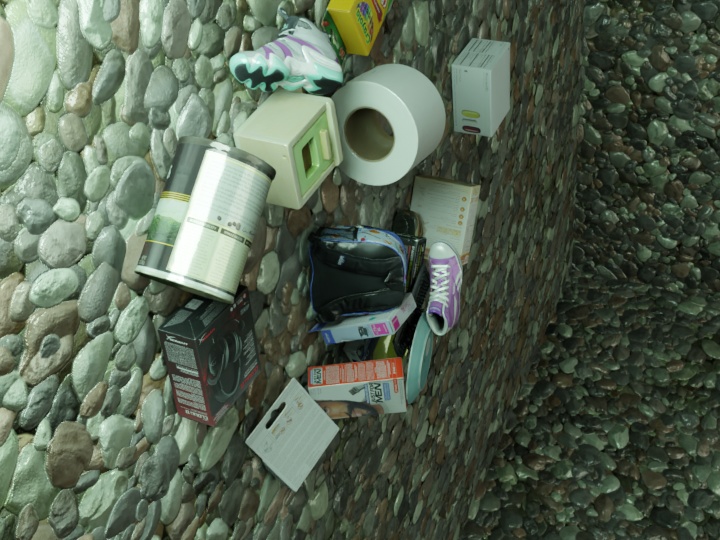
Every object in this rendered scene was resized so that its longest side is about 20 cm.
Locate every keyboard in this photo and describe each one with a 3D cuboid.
[{"bbox_3d":[0.117,0.099,1.826,0.127,0.021,0.201,68,41,-57],"label":"keyboard"}]

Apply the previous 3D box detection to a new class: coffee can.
[{"bbox_3d":[-0.219,-0.070,1.199,0.146,0.146,0.201,34,71,-65],"label":"coffee can"}]

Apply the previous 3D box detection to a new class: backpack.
[{"bbox_3d":[0.000,0.000,1.677,0.154,0.189,0.201,-69,161,-58],"label":"backpack"}]

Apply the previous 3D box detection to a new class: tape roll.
[{"bbox_3d":[0.046,-0.279,1.613,0.139,0.202,0.204,-42,139,-52],"label":"tape roll"}]

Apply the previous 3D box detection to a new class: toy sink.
[{"bbox_3d":[-0.104,-0.219,1.419,0.200,0.112,0.131,-55,149,-40],"label":"toy sink"}]

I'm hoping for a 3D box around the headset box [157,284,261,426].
[{"bbox_3d":[-0.236,0.138,1.360,0.149,0.077,0.201,-49,143,-47],"label":"headset box"}]

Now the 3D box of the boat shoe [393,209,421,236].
[{"bbox_3d":[0.114,-0.047,2.053,0.074,0.075,0.201,-12,115,-68],"label":"boat shoe"}]

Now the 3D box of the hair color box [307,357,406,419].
[{"bbox_3d":[-0.006,0.251,1.783,0.064,0.199,0.111,-92,175,-49],"label":"hair color box"}]

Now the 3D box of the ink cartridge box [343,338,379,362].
[{"bbox_3d":[0.024,0.122,1.986,0.201,0.039,0.100,-67,154,-22],"label":"ink cartridge box"}]

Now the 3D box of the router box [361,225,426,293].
[{"bbox_3d":[0.053,0.011,1.849,0.062,0.149,0.201,-18,119,-65],"label":"router box"}]

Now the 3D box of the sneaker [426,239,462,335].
[{"bbox_3d":[0.175,0.041,1.807,0.114,0.072,0.201,-40,125,-62],"label":"sneaker"}]

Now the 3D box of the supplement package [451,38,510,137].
[{"bbox_3d":[0.321,-0.483,2.237,0.156,0.110,0.201,-55,148,-40],"label":"supplement package"}]

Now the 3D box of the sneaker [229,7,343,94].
[{"bbox_3d":[-0.126,-0.360,1.349,0.199,0.078,0.141,0,72,-39],"label":"sneaker"}]

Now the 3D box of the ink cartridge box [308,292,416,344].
[{"bbox_3d":[0.004,0.101,1.732,0.119,0.199,0.042,-45,119,-52],"label":"ink cartridge box"}]

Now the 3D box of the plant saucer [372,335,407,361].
[{"bbox_3d":[0.088,0.189,2.175,0.200,0.031,0.201,-45,141,-52],"label":"plant saucer"}]

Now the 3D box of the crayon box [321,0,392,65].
[{"bbox_3d":[0.000,-0.496,1.582,0.201,0.051,0.127,-68,156,-17],"label":"crayon box"}]

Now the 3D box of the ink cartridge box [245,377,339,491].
[{"bbox_3d":[-0.143,0.325,1.698,0.163,0.057,0.200,-53,129,-21],"label":"ink cartridge box"}]

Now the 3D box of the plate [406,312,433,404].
[{"bbox_3d":[0.132,0.191,1.829,0.200,0.025,0.201,9,90,-76],"label":"plate"}]

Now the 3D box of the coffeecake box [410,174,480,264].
[{"bbox_3d":[0.202,-0.126,2.106,0.073,0.153,0.201,-18,120,-62],"label":"coffeecake box"}]
